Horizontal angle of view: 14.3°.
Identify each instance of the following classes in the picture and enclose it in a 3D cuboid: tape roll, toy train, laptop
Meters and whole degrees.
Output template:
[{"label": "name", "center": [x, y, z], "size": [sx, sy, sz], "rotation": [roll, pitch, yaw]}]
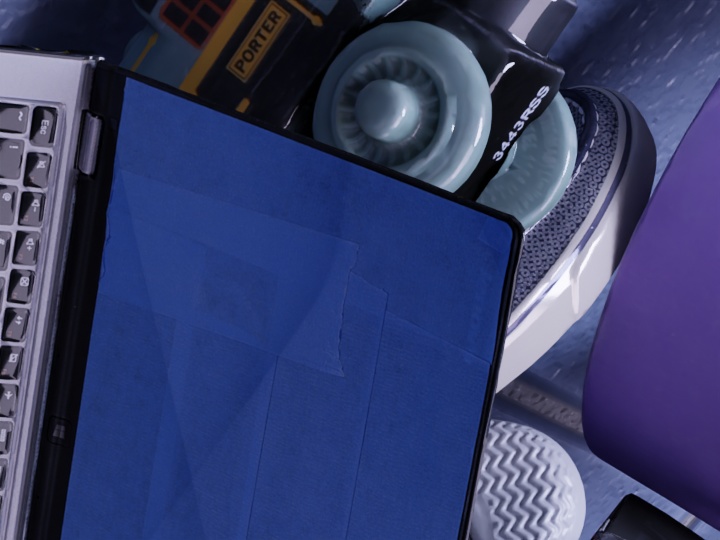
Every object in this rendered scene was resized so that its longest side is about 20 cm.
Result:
[{"label": "tape roll", "center": [0.160, -0.005, 0.925], "size": [0.200, 0.085, 0.200], "rotation": [-48, 156, -29]}, {"label": "toy train", "center": [-0.029, -0.014, 0.751], "size": [0.200, 0.114, 0.085], "rotation": [-55, 155, 12]}, {"label": "laptop", "center": [-0.089, 0.051, 0.659], "size": [0.199, 0.116, 0.188], "rotation": [5, 107, -19]}]

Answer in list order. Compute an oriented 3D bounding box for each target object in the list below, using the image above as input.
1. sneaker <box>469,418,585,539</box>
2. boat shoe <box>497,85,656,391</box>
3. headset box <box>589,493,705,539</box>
[{"label": "sneaker", "center": [0.007, 0.108, 0.934], "size": [0.200, 0.075, 0.115], "rotation": [-32, 156, 28]}, {"label": "boat shoe", "center": [0.000, 0.000, 0.852], "size": [0.200, 0.075, 0.093], "rotation": [-48, 128, -11]}, {"label": "headset box", "center": [0.060, 0.164, 0.880], "size": [0.200, 0.075, 0.149], "rotation": [-57, 174, 12]}]
